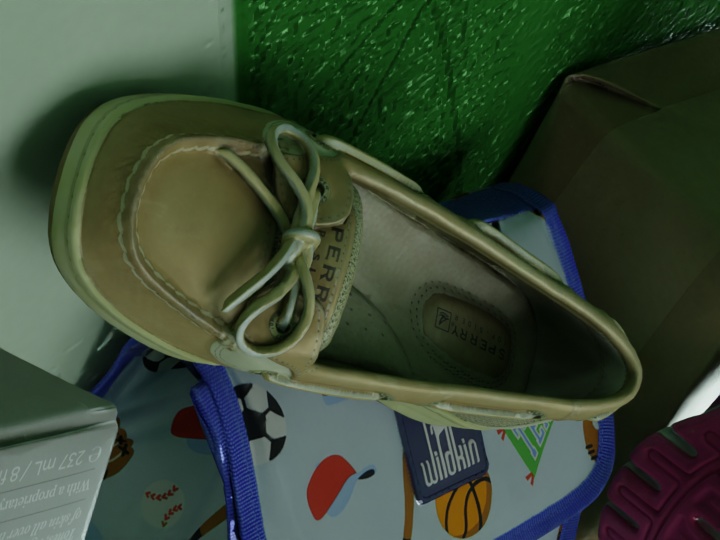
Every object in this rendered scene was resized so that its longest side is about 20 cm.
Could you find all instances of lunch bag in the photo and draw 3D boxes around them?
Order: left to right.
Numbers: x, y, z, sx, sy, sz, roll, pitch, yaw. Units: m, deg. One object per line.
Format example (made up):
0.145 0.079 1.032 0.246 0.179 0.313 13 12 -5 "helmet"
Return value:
-0.011 0.079 0.868 0.170 0.124 0.201 -21 133 -42 "lunch bag"

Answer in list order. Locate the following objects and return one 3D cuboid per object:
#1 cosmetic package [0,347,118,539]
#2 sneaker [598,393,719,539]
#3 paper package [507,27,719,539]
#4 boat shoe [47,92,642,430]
-0.145 0.114 0.667 0.107 0.090 0.201 -12 121 -55 "cosmetic package"
0.157 0.056 0.884 0.088 0.081 0.200 -7 139 -54 "sneaker"
0.121 0.014 0.992 0.190 0.103 0.200 -21 149 -44 "paper package"
0.000 0.003 0.738 0.200 0.063 0.074 28 74 -46 "boat shoe"
